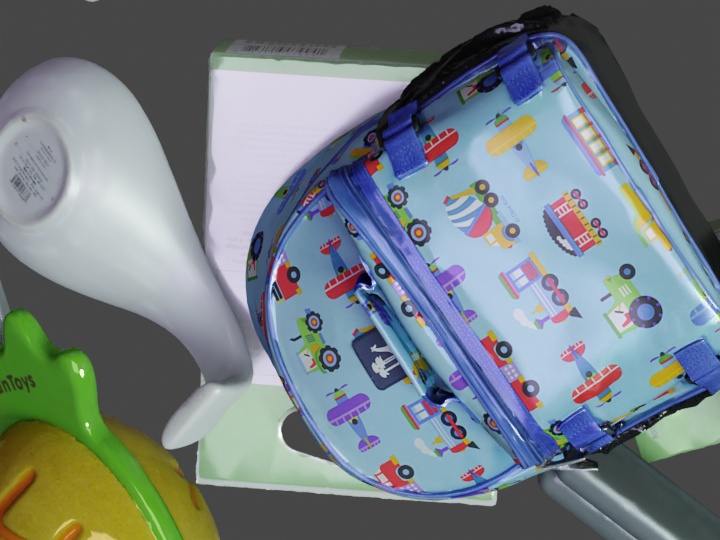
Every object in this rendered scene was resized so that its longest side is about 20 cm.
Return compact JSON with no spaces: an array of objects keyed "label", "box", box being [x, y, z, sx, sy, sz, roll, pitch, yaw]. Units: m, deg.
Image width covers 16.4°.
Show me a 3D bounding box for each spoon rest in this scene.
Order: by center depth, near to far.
[{"label":"spoon rest","box":[-0.108,-0.008,1.121,0.099,0.060,0.200,-46,63,24]}]

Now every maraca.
[{"label":"maraca","box":[-0.129,0.112,1.139,0.137,0.107,0.201,-14,102,48]}]

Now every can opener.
[{"label":"can opener","box":[0.175,0.134,1.159,0.199,0.053,0.067,33,67,-4]}]

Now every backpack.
[{"label":"backpack","box":[0.044,0.009,1.049,0.199,0.135,0.183,-29,93,14]}]

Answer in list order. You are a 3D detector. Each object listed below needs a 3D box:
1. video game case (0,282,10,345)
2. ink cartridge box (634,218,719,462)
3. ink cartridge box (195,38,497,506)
[{"label":"video game case","box":[-0.277,-0.007,1.178,0.199,0.018,0.144,-16,100,7]},{"label":"ink cartridge box","box":[0.209,0.020,1.122,0.199,0.059,0.104,-17,100,8]},{"label":"ink cartridge box","box":[0.000,0.000,1.142,0.145,0.048,0.201,4,103,4]}]
